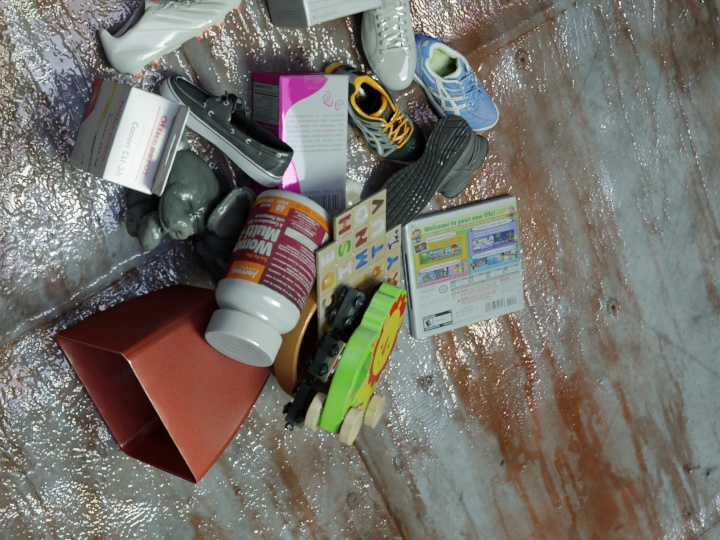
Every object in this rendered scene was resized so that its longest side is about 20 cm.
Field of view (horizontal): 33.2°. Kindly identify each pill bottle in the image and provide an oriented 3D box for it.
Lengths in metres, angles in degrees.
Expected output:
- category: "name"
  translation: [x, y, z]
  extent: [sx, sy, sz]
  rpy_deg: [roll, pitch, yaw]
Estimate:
- category: "pill bottle"
  translation: [-0.114, 0.009, 1.495]
  extent: [0.109, 0.109, 0.201]
  rpy_deg: [36, 63, -30]

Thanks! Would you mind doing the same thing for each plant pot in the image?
- category: "plant pot"
  translation: [-0.074, 0.070, 1.630]
  extent: [0.200, 0.140, 0.201]
  rpy_deg: [-33, 134, -42]
- category: "plant pot"
  translation: [-0.238, 0.126, 1.558]
  extent: [0.176, 0.199, 0.201]
  rpy_deg: [-38, 117, -29]

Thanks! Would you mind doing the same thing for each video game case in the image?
- category: "video game case"
  translation: [0.157, -0.006, 1.835]
  extent: [0.199, 0.022, 0.183]
  rpy_deg: [-14, 107, -25]

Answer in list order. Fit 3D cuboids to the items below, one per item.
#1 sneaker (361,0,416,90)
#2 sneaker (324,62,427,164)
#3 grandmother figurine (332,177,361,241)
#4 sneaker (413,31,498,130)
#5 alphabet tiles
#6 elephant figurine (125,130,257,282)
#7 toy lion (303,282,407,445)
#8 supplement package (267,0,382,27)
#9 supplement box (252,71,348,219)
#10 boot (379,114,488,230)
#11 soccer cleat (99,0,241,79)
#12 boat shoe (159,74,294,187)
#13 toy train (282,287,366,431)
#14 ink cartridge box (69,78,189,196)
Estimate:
- category: "sneaker"
  translation: [0.033, -0.346, 1.635]
  extent: [0.072, 0.085, 0.201]
  rpy_deg: [-11, 93, -1]
- category: "sneaker"
  translation: [0.029, -0.212, 1.688]
  extent: [0.200, 0.077, 0.078]
  rpy_deg: [36, 81, -32]
- category: "grandmother figurine"
  translation: [-0.009, -0.038, 1.715]
  extent: [0.121, 0.060, 0.201]
  rpy_deg: [-36, 121, -50]
- category: "sneaker"
  translation: [0.132, -0.265, 1.732]
  extent: [0.200, 0.077, 0.076]
  rpy_deg: [36, 82, -31]
- category: "alphabet tiles"
  translation: [0.000, 0.000, 1.560]
  extent: [0.167, 0.008, 0.201]
  rpy_deg: [-33, 135, -41]
- category: "elephant figurine"
  translation: [-0.197, -0.072, 1.580]
  extent: [0.199, 0.142, 0.155]
  rpy_deg: [18, 136, -39]
- category: "toy lion"
  translation: [0.008, 0.111, 1.546]
  extent: [0.068, 0.200, 0.193]
  rpy_deg: [20, 98, 12]
- category: "supplement package"
  translation: [-0.064, -0.428, 1.565]
  extent: [0.116, 0.117, 0.201]
  rpy_deg: [-21, 110, -23]
- category: "supplement box"
  translation: [-0.082, -0.165, 1.622]
  extent: [0.101, 0.103, 0.201]
  rpy_deg: [-4, 104, -27]
- category: "boot"
  translation: [0.108, -0.123, 1.738]
  extent: [0.200, 0.070, 0.132]
  rpy_deg: [-47, 157, 5]
- category: "soccer cleat"
  translation: [-0.235, -0.320, 1.526]
  extent: [0.200, 0.069, 0.078]
  rpy_deg: [-36, 112, -14]
- category: "boat shoe"
  translation: [-0.166, -0.192, 1.540]
  extent: [0.200, 0.070, 0.066]
  rpy_deg: [43, 117, 8]
- category: "toy train"
  translation: [-0.045, 0.113, 1.533]
  extent: [0.201, 0.034, 0.046]
  rpy_deg: [-63, 158, 5]
- category: "ink cartridge box"
  translation: [-0.281, -0.163, 1.456]
  extent: [0.067, 0.200, 0.117]
  rpy_deg: [16, 93, -30]
